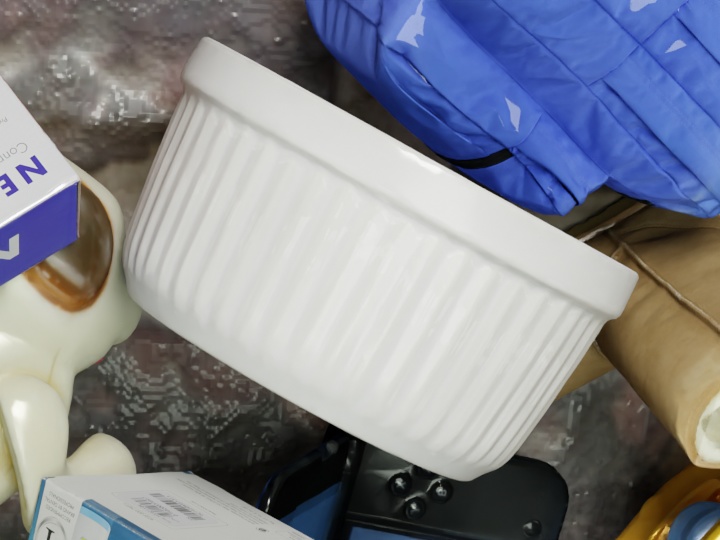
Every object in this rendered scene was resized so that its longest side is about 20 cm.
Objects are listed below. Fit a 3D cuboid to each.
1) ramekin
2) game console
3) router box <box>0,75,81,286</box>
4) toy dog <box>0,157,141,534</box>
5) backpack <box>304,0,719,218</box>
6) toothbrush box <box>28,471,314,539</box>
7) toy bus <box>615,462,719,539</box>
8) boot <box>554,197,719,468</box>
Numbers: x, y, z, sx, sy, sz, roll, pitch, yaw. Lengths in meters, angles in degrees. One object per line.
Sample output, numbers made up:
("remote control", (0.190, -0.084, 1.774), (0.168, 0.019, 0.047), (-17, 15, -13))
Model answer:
("ramekin", (0.000, 0.000, 1.095), (0.199, 0.200, 0.105), (28, 92, -19))
("game console", (0.003, 0.180, 1.206), (0.170, 0.118, 0.201), (12, 103, -16))
("router box", (-0.235, -0.039, 1.036), (0.199, 0.049, 0.180), (-33, 70, -21))
("toy dog", (-0.176, 0.036, 1.119), (0.200, 0.139, 0.194), (-46, 112, -9))
("backpack", (0.089, -0.110, 1.127), (0.200, 0.163, 0.168), (34, 102, -32))
("toothbrush box", (-0.073, 0.197, 1.080), (0.085, 0.146, 0.201), (1, 108, -46))
("toy bus", (0.184, 0.153, 1.170), (0.136, 0.192, 0.200), (-46, 68, -5))
("boot", (0.111, 0.037, 1.147), (0.175, 0.200, 0.066), (-38, 112, -1))
